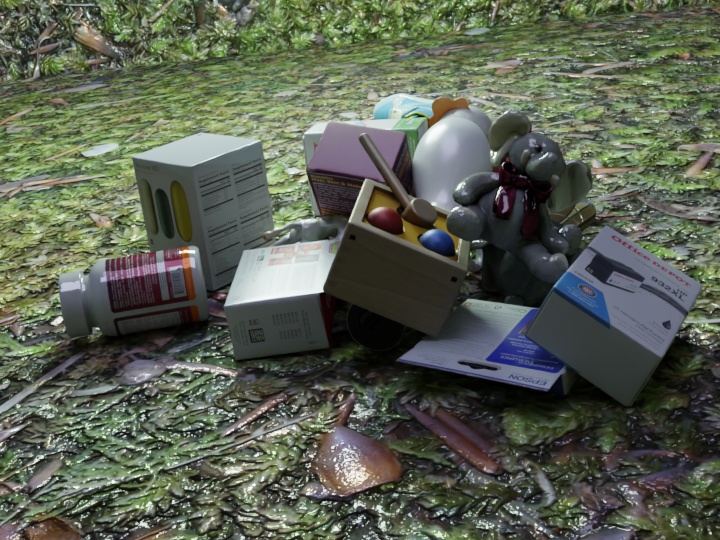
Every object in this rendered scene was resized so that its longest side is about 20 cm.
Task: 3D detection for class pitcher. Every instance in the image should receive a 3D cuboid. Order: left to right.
[{"bbox_3d":[0.145,-0.113,1.629,0.120,0.172,0.201,-14,47,33],"label":"pitcher"}]

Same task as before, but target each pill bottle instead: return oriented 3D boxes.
[{"bbox_3d":[-0.320,0.033,1.546,0.198,0.111,0.110,-9,22,-7],"label":"pill bottle"}]

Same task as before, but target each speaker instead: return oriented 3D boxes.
[{"bbox_3d":[0.045,0.031,1.485,0.080,0.082,0.200,0,23,17],"label":"speaker"}]

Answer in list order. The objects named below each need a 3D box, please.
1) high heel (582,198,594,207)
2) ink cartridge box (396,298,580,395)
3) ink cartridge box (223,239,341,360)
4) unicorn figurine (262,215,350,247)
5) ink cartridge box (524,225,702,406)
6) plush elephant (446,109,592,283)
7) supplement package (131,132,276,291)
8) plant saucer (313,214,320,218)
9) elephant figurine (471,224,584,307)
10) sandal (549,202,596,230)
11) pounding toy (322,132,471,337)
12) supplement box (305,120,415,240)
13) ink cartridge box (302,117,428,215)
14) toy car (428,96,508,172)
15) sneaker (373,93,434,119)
[{"bbox_3d":[0.276,-0.122,1.806,0.141,0.072,0.200,-12,29,-21],"label":"high heel"},{"bbox_3d":[0.175,0.101,1.328,0.196,0.047,0.200,9,28,30],"label":"ink cartridge box"},{"bbox_3d":[-0.084,0.034,1.503,0.174,0.085,0.200,-8,22,6],"label":"ink cartridge box"},{"bbox_3d":[-0.086,-0.044,1.649,0.136,0.075,0.200,-21,10,-25],"label":"unicorn figurine"},{"bbox_3d":[0.304,0.047,1.288,0.145,0.084,0.200,34,36,13],"label":"ink cartridge box"},{"bbox_3d":[0.205,-0.102,1.355,0.164,0.156,0.200,27,16,-6],"label":"plush elephant"},{"bbox_3d":[-0.244,-0.097,1.723,0.151,0.202,0.150,12,28,41],"label":"supplement package"},{"bbox_3d":[0.020,-0.085,1.842,0.198,0.035,0.201,-5,21,2],"label":"plant saucer"},{"bbox_3d":[0.210,-0.030,1.528,0.154,0.143,0.200,-4,23,-36],"label":"elephant figurine"},{"bbox_3d":[0.278,-0.046,1.638,0.199,0.054,0.080,-26,42,-29],"label":"sandal"},{"bbox_3d":[0.048,-0.051,1.389,0.183,0.143,0.200,22,26,-2],"label":"pounding toy"},{"bbox_3d":[0.009,-0.120,1.662,0.130,0.201,0.104,12,60,17],"label":"supplement box"},{"bbox_3d":[0.015,-0.174,1.822,0.198,0.146,0.084,0,22,17],"label":"ink cartridge box"},{"bbox_3d":[0.171,-0.191,1.777,0.176,0.201,0.184,-31,8,41],"label":"toy car"},{"bbox_3d":[0.095,-0.334,2.375,0.198,0.080,0.130,5,23,29],"label":"sneaker"}]
